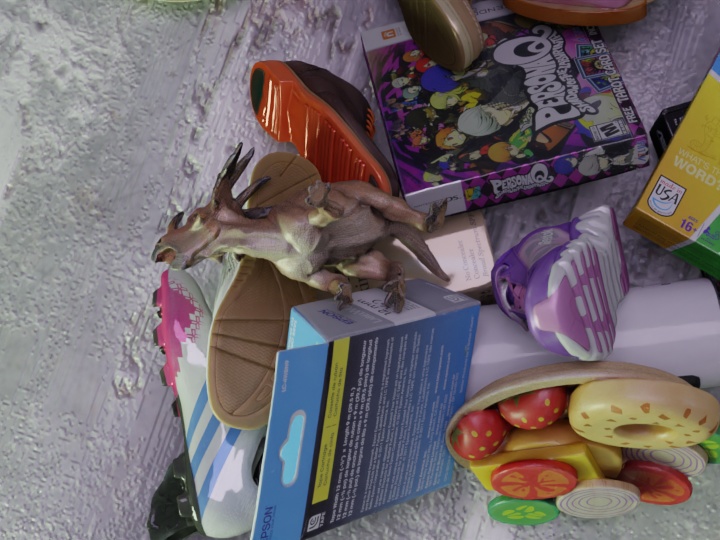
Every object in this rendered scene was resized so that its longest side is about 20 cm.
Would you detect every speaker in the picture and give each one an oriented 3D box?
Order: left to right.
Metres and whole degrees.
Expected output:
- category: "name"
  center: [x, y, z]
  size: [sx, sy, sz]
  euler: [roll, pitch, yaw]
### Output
- category: "speaker"
  center: [0.163, 0.056, 1.121]
  size: [0.198, 0.081, 0.082]
  euler: [-7, 76, 3]

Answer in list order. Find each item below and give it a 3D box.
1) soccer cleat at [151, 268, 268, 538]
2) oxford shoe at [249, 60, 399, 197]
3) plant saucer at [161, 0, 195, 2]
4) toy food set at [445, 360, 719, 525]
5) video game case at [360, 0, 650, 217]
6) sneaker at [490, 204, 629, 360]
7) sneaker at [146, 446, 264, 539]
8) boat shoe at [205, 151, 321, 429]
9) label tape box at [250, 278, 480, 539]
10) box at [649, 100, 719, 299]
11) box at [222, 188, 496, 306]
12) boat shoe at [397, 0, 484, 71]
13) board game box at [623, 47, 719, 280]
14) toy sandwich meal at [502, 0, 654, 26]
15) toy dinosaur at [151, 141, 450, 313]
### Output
- category: "soccer cleat"
  center: [-0.098, 0.091, 1.097]
  size: [0.086, 0.070, 0.202]
  euler: [-10, 73, -2]
- category: "oxford shoe"
  center: [-0.013, -0.107, 1.145]
  size: [0.072, 0.072, 0.200]
  euler: [-11, 40, -26]
- category: "plant saucer"
  center: [-0.142, -0.311, 1.262]
  size: [0.198, 0.031, 0.202]
  euler: [-1, 76, 4]
- category: "toy food set"
  center: [0.158, 0.121, 1.051]
  size: [0.198, 0.198, 0.049]
  euler: [-10, 58, 18]
- category: "video game case"
  center: [0.103, -0.132, 1.147]
  size: [0.180, 0.036, 0.201]
  euler: [-14, 46, 1]
- category: "sneaker"
  center: [0.129, 0.013, 1.037]
  size: [0.088, 0.200, 0.081]
  euler: [-9, 102, 18]
- category: "sneaker"
  center: [-0.064, 0.142, 1.134]
  size: [0.198, 0.060, 0.105]
  euler: [-10, 74, 8]
- category: "boat shoe"
  center: [-0.067, 0.020, 1.076]
  size: [0.070, 0.069, 0.202]
  euler: [15, 70, -10]
- category: "label tape box"
  center: [-0.011, 0.093, 1.027]
  size: [0.066, 0.199, 0.145]
  euler: [24, 113, 40]
- category: "box"
  center: [0.325, -0.044, 1.139]
  size: [0.159, 0.044, 0.202]
  euler: [-15, 76, -7]
- category: "box"
  center: [0.000, 0.000, 1.150]
  size: [0.198, 0.078, 0.096]
  euler: [-15, 76, 1]
- category: "boat shoe"
  center: [0.058, -0.230, 1.175]
  size: [0.064, 0.072, 0.201]
  euler: [-18, 48, -10]
- category: "board game box"
  center: [0.304, -0.083, 1.105]
  size: [0.152, 0.040, 0.201]
  euler: [29, 74, 5]
- category: "toy sandwich meal"
  center: [0.170, -0.271, 1.176]
  size: [0.203, 0.070, 0.207]
  euler: [-4, 55, 6]
- category: "toy dinosaur"
  center: [-0.028, -0.033, 1.028]
  size: [0.135, 0.199, 0.087]
  euler: [27, 110, 49]
